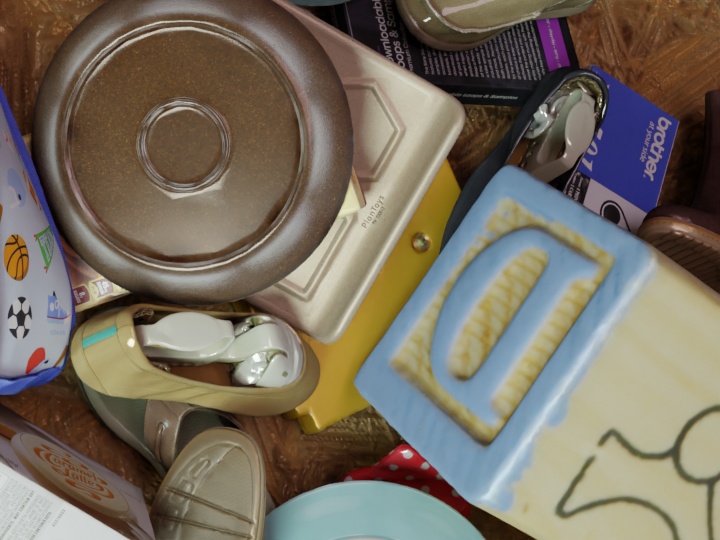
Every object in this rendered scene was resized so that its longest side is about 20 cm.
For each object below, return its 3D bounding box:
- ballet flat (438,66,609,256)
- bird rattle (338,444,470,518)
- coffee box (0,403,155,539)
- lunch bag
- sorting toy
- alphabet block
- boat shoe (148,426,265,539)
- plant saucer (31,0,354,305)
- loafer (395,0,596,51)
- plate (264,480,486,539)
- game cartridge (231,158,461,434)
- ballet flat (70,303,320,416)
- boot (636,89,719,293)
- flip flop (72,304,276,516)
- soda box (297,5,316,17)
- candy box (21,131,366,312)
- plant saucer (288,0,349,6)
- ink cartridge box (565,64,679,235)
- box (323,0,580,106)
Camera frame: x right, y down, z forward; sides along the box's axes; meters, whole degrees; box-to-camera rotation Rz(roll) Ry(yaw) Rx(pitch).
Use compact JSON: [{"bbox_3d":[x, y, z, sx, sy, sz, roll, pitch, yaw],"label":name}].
[{"bbox_3d":[0.121,-0.065,1.198,0.073,0.073,0.200,36,72,-17],"label":"ballet flat"},{"bbox_3d":[0.042,0.225,1.122,0.163,0.113,0.200,-42,97,-14],"label":"bird rattle"},{"bbox_3d":[-0.224,0.126,0.972,0.200,0.114,0.080,35,92,-17],"label":"coffee box"},{"bbox_3d":[-0.249,-0.019,0.953,0.124,0.170,0.200,-27,85,10],"label":"lunch bag"},{"bbox_3d":[-0.058,-0.076,1.101,0.200,0.036,0.185,30,99,-1],"label":"sorting toy"},{"bbox_3d":[0.153,0.076,1.108,0.200,0.196,0.195,33,96,-31],"label":"alphabet block"},{"bbox_3d":[-0.094,0.190,1.039,0.071,0.065,0.200,15,100,16],"label":"boat shoe"},{"bbox_3d":[-0.104,-0.076,1.013,0.200,0.032,0.201,0,96,4],"label":"plant saucer"},{"bbox_3d":[0.111,-0.216,1.228,0.200,0.067,0.076,-22,79,-35],"label":"loafer"},{"bbox_3d":[0.003,0.235,1.075,0.200,0.026,0.200,0,94,-1],"label":"plate"},{"bbox_3d":[0.000,0.000,1.190,0.200,0.032,0.177,-25,91,-29],"label":"game cartridge"},{"bbox_3d":[-0.085,0.053,1.048,0.200,0.063,0.069,3,62,-46],"label":"ballet flat"},{"bbox_3d":[0.277,-0.066,1.327,0.200,0.072,0.167,21,60,-44],"label":"boot"},{"bbox_3d":[-0.110,0.108,1.082,0.081,0.058,0.200,-34,97,-29],"label":"flip flop"},{"bbox_3d":[-0.068,-0.147,1.147,0.200,0.064,0.068,38,59,-7],"label":"soda box"},{"bbox_3d":[-0.109,-0.060,1.059,0.200,0.055,0.116,-19,94,7],"label":"candy box"},{"bbox_3d":[-0.069,-0.264,1.157,0.200,0.036,0.200,19,43,-19],"label":"plant saucer"},{"bbox_3d":[0.175,-0.048,1.290,0.094,0.044,0.200,29,65,-22],"label":"ink cartridge box"},{"bbox_3d":[0.065,-0.193,1.255,0.200,0.036,0.143,1,67,-30],"label":"box"}]
